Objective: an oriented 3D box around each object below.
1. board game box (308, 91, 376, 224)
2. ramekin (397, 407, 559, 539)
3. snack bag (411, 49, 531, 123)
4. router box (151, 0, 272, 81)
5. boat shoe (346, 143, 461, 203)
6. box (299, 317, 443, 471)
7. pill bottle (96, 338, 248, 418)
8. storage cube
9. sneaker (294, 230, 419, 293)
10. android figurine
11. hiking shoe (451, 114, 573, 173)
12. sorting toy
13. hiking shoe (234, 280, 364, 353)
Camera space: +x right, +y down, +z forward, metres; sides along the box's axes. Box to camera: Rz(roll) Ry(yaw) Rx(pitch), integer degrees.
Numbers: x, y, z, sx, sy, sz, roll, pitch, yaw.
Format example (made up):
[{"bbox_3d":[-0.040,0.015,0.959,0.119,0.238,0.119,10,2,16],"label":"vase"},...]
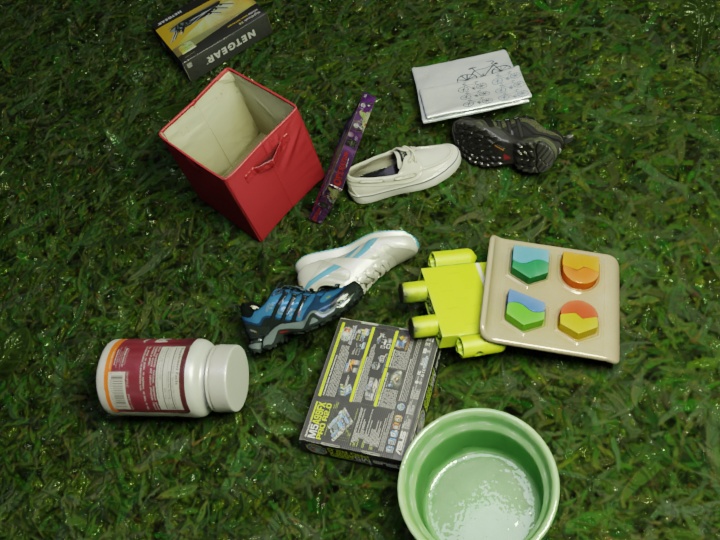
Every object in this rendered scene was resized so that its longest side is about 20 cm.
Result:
[{"bbox_3d":[-0.030,-0.188,1.459,0.032,0.120,0.201,21,60,-5],"label":"board game box"},{"bbox_3d":[0.150,0.285,1.101,0.198,0.098,0.202,-7,55,10],"label":"ramekin"},{"bbox_3d":[0.189,-0.329,1.529,0.186,0.022,0.201,-11,39,5],"label":"snack bag"},{"bbox_3d":[-0.300,-0.489,1.767,0.199,0.052,0.157,-34,56,-10],"label":"router box"},{"bbox_3d":[0.070,-0.175,1.454,0.198,0.066,0.072,-15,54,3],"label":"boat shoe"},{"bbox_3d":[0.019,0.173,1.243,0.159,0.044,0.201,7,58,19],"label":"box"},{"bbox_3d":[-0.272,0.157,1.282,0.198,0.115,0.115,-1,56,12],"label":"pill bottle"},{"bbox_3d":[-0.192,-0.190,1.453,0.199,0.180,0.171,34,72,29],"label":"storage cube"},{"bbox_3d":[0.000,0.000,1.354,0.198,0.077,0.081,-20,61,8],"label":"sneaker"},{"bbox_3d":[0.159,0.046,1.269,0.198,0.041,0.183,-5,53,-11],"label":"android figurine"},{"bbox_3d":[0.247,-0.216,1.448,0.199,0.076,0.100,23,41,32],"label":"hiking shoe"},{"bbox_3d":[0.274,0.034,1.241,0.198,0.037,0.186,12,53,2],"label":"sorting toy"},{"bbox_3d":[-0.092,0.052,1.297,0.198,0.074,0.087,-25,86,12],"label":"hiking shoe"}]
